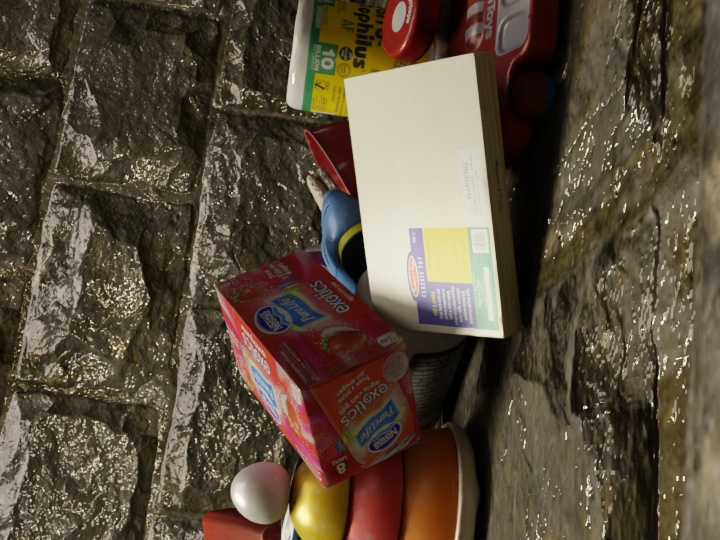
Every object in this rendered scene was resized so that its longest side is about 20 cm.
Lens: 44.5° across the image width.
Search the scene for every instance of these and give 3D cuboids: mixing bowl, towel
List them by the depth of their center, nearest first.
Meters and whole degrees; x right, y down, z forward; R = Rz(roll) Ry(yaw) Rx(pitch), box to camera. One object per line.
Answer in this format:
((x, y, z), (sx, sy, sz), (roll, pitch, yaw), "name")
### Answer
((-0.002, -0.022, 1.016), (0.201, 0.034, 0.133), (57, 176, 48), "towel")
((0.024, -0.111, 1.082), (0.202, 0.107, 0.200), (59, 176, 7), "mixing bowl")

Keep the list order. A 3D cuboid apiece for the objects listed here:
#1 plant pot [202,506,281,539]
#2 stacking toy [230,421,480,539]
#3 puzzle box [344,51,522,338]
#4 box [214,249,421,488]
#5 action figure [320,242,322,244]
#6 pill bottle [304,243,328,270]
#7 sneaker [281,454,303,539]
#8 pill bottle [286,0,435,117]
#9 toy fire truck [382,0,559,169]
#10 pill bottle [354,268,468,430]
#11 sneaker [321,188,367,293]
((-0.068, 0.369, 1.048), (0.176, 0.197, 0.203), (136, 127, -63), "plant pot")
((-0.009, 0.190, 0.730), (0.146, 0.196, 0.149), (-172, 90, -85), "stacking toy")
((0.052, -0.052, 0.664), (0.132, 0.025, 0.204), (2, 103, 45), "puzzle box")
((-0.040, 0.074, 0.742), (0.200, 0.094, 0.101), (39, 147, 54), "box")
((0.017, 0.004, 1.262), (0.199, 0.103, 0.197), (12, 90, 60), "action figure")
((-0.053, 0.033, 1.109), (0.200, 0.110, 0.114), (-53, -27, -72), "pill bottle")
((-0.049, 0.267, 0.843), (0.147, 0.079, 0.203), (-52, -19, -66), "sneaker")
((0.028, -0.210, 0.903), (0.113, 0.196, 0.115), (-172, 90, -85), "pill bottle")
((0.095, -0.162, 0.695), (0.167, 0.110, 0.204), (169, 109, -65), "toy fire truck")
((0.043, 0.059, 0.822), (0.115, 0.112, 0.202), (-88, 8, -47), "pill bottle")
((0.000, 0.000, 0.882), (0.079, 0.065, 0.202), (54, 165, 38), "sneaker")
